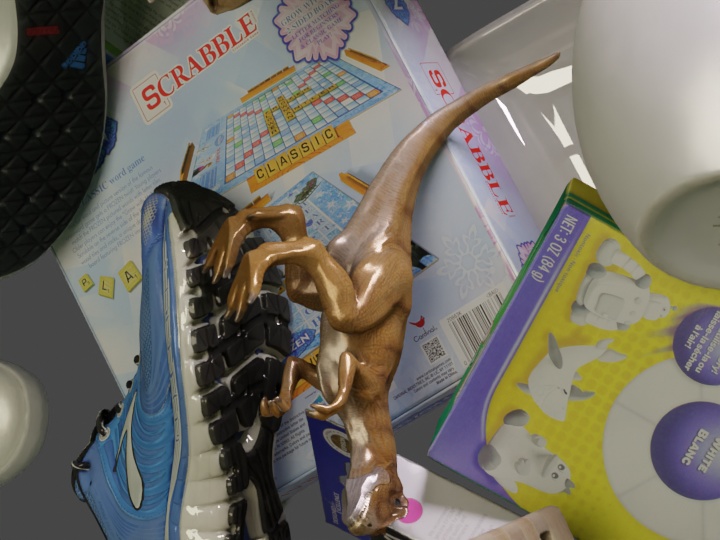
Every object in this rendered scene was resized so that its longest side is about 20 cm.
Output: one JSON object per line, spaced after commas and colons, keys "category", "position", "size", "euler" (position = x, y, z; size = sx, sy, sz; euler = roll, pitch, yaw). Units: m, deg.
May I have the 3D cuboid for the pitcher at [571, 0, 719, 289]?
{"category": "pitcher", "position": [0.161, -0.100, 0.797], "size": [0.170, 0.121, 0.201], "euler": [-3, 59, 9]}

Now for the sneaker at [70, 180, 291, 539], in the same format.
{"category": "sneaker", "position": [-0.081, 0.064, 0.903], "size": [0.089, 0.078, 0.201], "euler": [4, 98, 27]}

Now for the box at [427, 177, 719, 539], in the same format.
{"category": "box", "position": [0.138, 0.065, 0.832], "size": [0.199, 0.048, 0.118], "euler": [28, 107, 0]}

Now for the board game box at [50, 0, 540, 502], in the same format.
{"category": "board game box", "position": [-0.035, -0.018, 0.936], "size": [0.199, 0.041, 0.200], "euler": [-32, 79, 28]}

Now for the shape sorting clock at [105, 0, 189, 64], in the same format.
{"category": "shape sorting clock", "position": [-0.068, -0.139, 0.987], "size": [0.199, 0.039, 0.201], "euler": [4, 98, 29]}

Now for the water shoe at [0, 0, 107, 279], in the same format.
{"category": "water shoe", "position": [-0.150, -0.096, 0.939], "size": [0.079, 0.071, 0.201], "euler": [31, 114, 46]}

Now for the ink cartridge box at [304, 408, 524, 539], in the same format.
{"category": "ink cartridge box", "position": [0.059, 0.130, 0.869], "size": [0.199, 0.095, 0.037], "euler": [27, 62, 22]}

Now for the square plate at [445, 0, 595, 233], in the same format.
{"category": "square plate", "position": [0.155, -0.047, 0.881], "size": [0.197, 0.028, 0.201], "euler": [-29, 74, 20]}

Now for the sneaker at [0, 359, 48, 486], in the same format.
{"category": "sneaker", "position": [-0.244, 0.075, 1.029], "size": [0.199, 0.085, 0.073], "euler": [-5, 82, 23]}

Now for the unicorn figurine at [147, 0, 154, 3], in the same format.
{"category": "unicorn figurine", "position": [-0.088, -0.239, 0.932], "size": [0.137, 0.074, 0.200], "euler": [33, 76, 11]}

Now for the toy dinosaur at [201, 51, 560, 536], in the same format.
{"category": "toy dinosaur", "position": [0.000, 0.000, 0.849], "size": [0.060, 0.106, 0.201], "euler": [-13, 63, 65]}

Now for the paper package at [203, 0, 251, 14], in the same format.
{"category": "paper package", "position": [-0.023, -0.227, 0.851], "size": [0.103, 0.200, 0.191], "euler": [-29, 96, 46]}

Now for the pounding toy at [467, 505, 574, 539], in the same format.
{"category": "pounding toy", "position": [0.051, 0.193, 0.791], "size": [0.199, 0.142, 0.185], "euler": [-29, 80, 35]}
